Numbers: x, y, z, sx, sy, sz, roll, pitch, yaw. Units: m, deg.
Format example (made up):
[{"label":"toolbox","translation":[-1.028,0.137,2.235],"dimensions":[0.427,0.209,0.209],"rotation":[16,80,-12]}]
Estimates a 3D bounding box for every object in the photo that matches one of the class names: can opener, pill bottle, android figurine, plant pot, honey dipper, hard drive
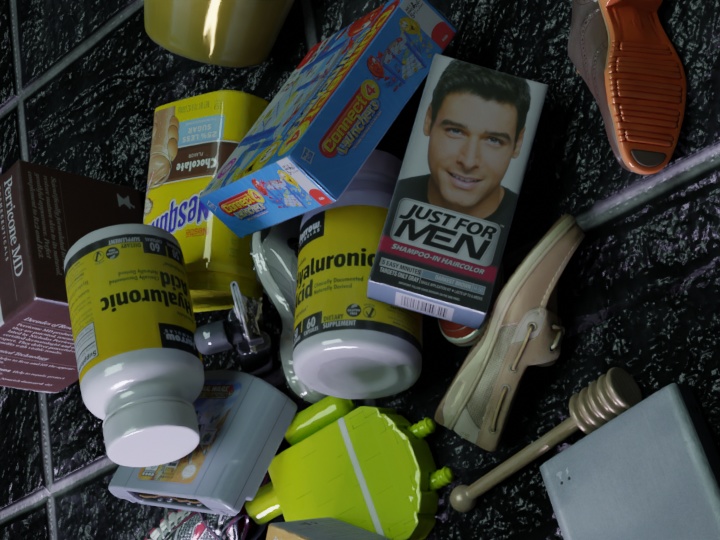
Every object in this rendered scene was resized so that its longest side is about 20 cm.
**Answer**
[{"label":"can opener","translation":[-0.112,0.057,1.423],"dimensions":[0.066,0.200,0.053],"rotation":[-15,76,-1]},{"label":"pill bottle","translation":[-0.201,0.069,1.416],"dimensions":[0.111,0.111,0.201],"rotation":[-36,55,35]},{"label":"android figurine","translation":[-0.008,0.195,1.361],"dimensions":[0.199,0.041,0.183],"rotation":[-33,66,24]},{"label":"pill bottle","translation":[0.000,0.000,1.357],"dimensions":[0.111,0.111,0.201],"rotation":[-26,50,39]},{"label":"plant pot","translation":[-0.132,-0.311,1.535],"dimensions":[0.201,0.200,0.190],"rotation":[42,126,43]},{"label":"honey dipper","translation":[0.141,0.143,1.245],"dimensions":[0.200,0.038,0.038],"rotation":[-42,53,36]},{"label":"hard drive","translation":[0.219,0.204,1.147],"dimensions":[0.139,0.033,0.201],"rotation":[-38,56,33]}]

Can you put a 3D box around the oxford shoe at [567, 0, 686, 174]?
[{"label":"oxford shoe","translation":[0.206,-0.161,1.239],"dimensions":[0.073,0.071,0.201],"rotation":[140,133,-57]}]

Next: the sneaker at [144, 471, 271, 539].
[{"label":"sneaker","translation":[-0.142,0.250,1.475],"dimensions":[0.075,0.080,0.201],"rotation":[48,113,38]}]

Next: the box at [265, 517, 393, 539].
[{"label":"box","translation":[0.017,0.288,1.254],"dimensions":[0.199,0.097,0.125],"rotation":[15,93,31]}]

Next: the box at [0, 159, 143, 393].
[{"label":"box","translation":[-0.345,0.013,1.680],"dimensions":[0.200,0.164,0.167],"rotation":[-33,58,36]}]

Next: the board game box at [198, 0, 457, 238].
[{"label":"board game box","translation":[-0.031,-0.134,1.366],"dimensions":[0.201,0.056,0.196],"rotation":[-56,18,-24]}]

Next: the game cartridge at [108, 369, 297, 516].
[{"label":"game cartridge","translation":[-0.146,0.155,1.444],"dimensions":[0.199,0.041,0.134],"rotation":[-5,56,50]}]

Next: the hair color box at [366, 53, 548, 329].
[{"label":"hair color box","translation":[0.079,-0.064,1.276],"dimensions":[0.098,0.061,0.201],"rotation":[16,75,3]}]

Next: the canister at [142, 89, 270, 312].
[{"label":"canister","translation":[-0.155,-0.067,1.563],"dimensions":[0.148,0.086,0.202],"rotation":[-8,73,44]}]

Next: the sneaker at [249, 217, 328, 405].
[{"label":"sneaker","translation":[-0.043,0.021,1.444],"dimensions":[0.079,0.074,0.201],"rotation":[-30,66,27]}]

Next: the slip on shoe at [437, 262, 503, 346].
[{"label":"slip on shoe","translation":[0.076,-0.034,1.333],"dimensions":[0.074,0.061,0.202],"rotation":[-16,70,41]}]

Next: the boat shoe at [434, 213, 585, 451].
[{"label":"boat shoe","translation":[0.133,0.050,1.259],"dimensions":[0.064,0.071,0.201],"rotation":[31,105,9]}]
